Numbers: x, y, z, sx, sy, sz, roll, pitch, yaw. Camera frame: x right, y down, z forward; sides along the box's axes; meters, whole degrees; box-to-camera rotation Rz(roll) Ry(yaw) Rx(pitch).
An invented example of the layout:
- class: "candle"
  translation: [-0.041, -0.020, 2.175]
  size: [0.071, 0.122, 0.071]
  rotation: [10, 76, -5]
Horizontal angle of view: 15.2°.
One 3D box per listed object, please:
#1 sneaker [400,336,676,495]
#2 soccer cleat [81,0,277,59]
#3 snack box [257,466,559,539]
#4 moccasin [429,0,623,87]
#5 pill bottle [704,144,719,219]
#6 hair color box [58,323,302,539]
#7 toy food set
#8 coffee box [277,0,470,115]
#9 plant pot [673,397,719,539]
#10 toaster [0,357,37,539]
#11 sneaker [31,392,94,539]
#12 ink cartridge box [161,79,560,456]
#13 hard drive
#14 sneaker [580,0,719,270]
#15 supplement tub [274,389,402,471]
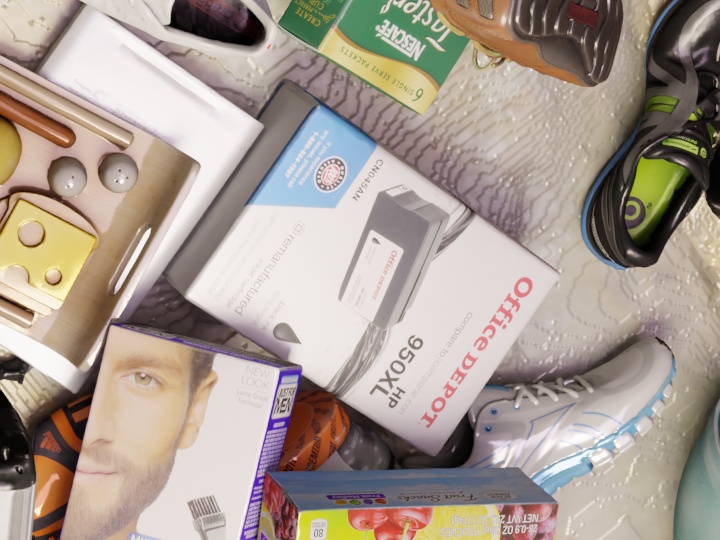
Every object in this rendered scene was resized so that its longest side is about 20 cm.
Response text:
- class: "sneaker"
  translation: [0.112, 0.097, 1.734]
  size: [0.200, 0.075, 0.087]
  rotation: [-37, 106, -5]
- class: "soccer cleat"
  translation: [-0.136, -0.179, 1.573]
  size: [0.200, 0.085, 0.069]
  rotation: [27, 95, -22]
- class: "snack box"
  translation: [0.019, 0.221, 1.602]
  size: [0.169, 0.068, 0.200]
  rotation: [0, 109, -22]
- class: "moccasin"
  translation: [0.101, -0.151, 1.624]
  size: [0.201, 0.078, 0.074]
  rotation: [-1, 104, -61]
- class: "pill bottle"
  translation: [0.325, -0.020, 1.745]
  size: [0.200, 0.112, 0.112]
  rotation: [42, 90, -23]
- class: "hair color box"
  translation: [-0.114, 0.140, 1.591]
  size: [0.109, 0.065, 0.200]
  rotation: [14, 91, 12]
- class: "toy food set"
  translation: [-0.213, -0.046, 1.570]
  size: [0.200, 0.060, 0.144]
  rotation: [28, 93, -12]
- class: "coffee box"
  translation: [0.047, -0.202, 1.619]
  size: [0.200, 0.044, 0.123]
  rotation: [-57, 143, 3]
- class: "plant pot"
  translation: [0.284, 0.185, 1.759]
  size: [0.200, 0.200, 0.134]
  rotation: [18, 125, -21]
- class: "toaster"
  translation: [-0.278, 0.133, 1.565]
  size: [0.200, 0.181, 0.119]
  rotation: [0, 107, -16]
- class: "sneaker"
  translation: [-0.155, 0.174, 1.676]
  size: [0.112, 0.078, 0.200]
  rotation: [-18, 98, -8]
- class: "ink cartridge box"
  translation: [0.000, 0.000, 1.663]
  size: [0.200, 0.084, 0.145]
  rotation: [34, 92, -22]
- class: "hard drive"
  translation: [-0.169, -0.043, 1.625]
  size: [0.132, 0.027, 0.200]
  rotation: [35, 92, -16]
- class: "sneaker"
  translation: [0.206, -0.090, 1.704]
  size: [0.071, 0.083, 0.200]
  rotation: [20, 97, -21]
- class: "supplement tub"
  translation: [-0.010, 0.181, 1.689]
  size: [0.123, 0.123, 0.200]
  rotation: [-33, 112, -7]
